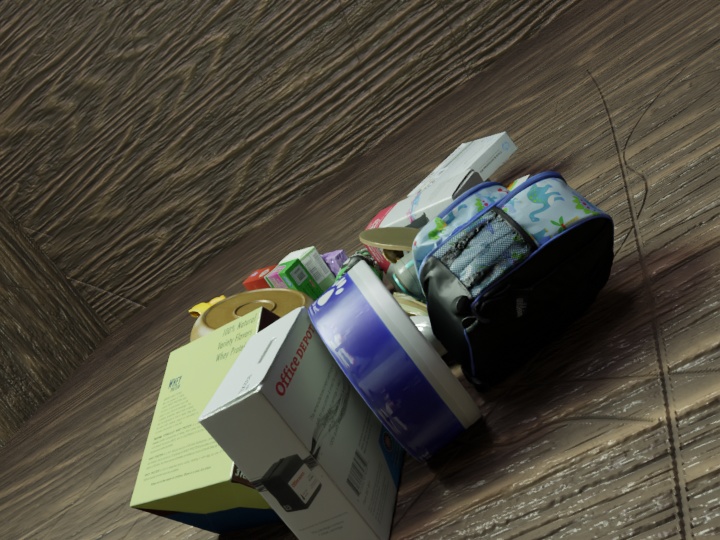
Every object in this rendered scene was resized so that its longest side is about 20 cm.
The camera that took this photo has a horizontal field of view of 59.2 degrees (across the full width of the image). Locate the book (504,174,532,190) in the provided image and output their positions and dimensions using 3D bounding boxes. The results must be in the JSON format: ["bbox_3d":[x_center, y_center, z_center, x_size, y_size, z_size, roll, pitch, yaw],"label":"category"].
[{"bbox_3d":[0.200,-0.081,1.085,0.134,0.048,0.199,-47,16,-29],"label":"book"}]

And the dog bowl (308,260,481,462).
[{"bbox_3d":[0.034,0.092,0.657,0.078,0.201,0.200,-38,15,0],"label":"dog bowl"}]

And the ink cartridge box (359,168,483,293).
[{"bbox_3d":[0.118,-0.043,0.961,0.198,0.149,0.086,-21,21,48],"label":"ink cartridge box"}]

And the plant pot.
[{"bbox_3d":[-0.155,0.067,0.935,0.196,0.028,0.201,-8,19,3],"label":"plant pot"}]

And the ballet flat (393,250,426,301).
[{"bbox_3d":[0.105,0.018,0.811,0.064,0.068,0.199,-43,-28,10],"label":"ballet flat"}]

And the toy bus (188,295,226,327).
[{"bbox_3d":[-0.173,0.111,1.088,0.191,0.202,0.135,-34,11,-20],"label":"toy bus"}]

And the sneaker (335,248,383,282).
[{"bbox_3d":[0.000,0.000,1.056,0.076,0.087,0.200,0,-10,4],"label":"sneaker"}]

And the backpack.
[{"bbox_3d":[0.158,-0.006,0.669,0.198,0.184,0.148,-34,54,-7],"label":"backpack"}]

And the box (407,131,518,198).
[{"bbox_3d":[0.175,-0.171,1.127,0.156,0.041,0.200,-44,11,-5],"label":"box"}]

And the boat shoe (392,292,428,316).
[{"bbox_3d":[0.073,0.060,0.913,0.063,0.074,0.200,-41,8,-14],"label":"boat shoe"}]

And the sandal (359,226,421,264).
[{"bbox_3d":[0.092,-0.015,0.877,0.208,0.071,0.077,3,23,30],"label":"sandal"}]

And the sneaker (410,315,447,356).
[{"bbox_3d":[0.042,0.126,0.819,0.199,0.075,0.089,-30,28,44],"label":"sneaker"}]

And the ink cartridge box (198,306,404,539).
[{"bbox_3d":[-0.048,0.162,0.635,0.083,0.201,0.146,-28,17,24],"label":"ink cartridge box"}]

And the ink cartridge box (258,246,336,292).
[{"bbox_3d":[-0.109,0.035,1.241,0.048,0.147,0.199,-41,16,-26],"label":"ink cartridge box"}]

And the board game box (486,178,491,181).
[{"bbox_3d":[0.138,-0.097,1.163,0.200,0.034,0.134,-47,12,-22],"label":"board game box"}]

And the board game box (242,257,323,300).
[{"bbox_3d":[-0.129,0.061,1.202,0.040,0.154,0.199,-44,16,-28],"label":"board game box"}]

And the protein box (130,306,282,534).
[{"bbox_3d":[-0.148,0.189,0.773,0.197,0.134,0.203,-25,45,35],"label":"protein box"}]

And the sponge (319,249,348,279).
[{"bbox_3d":[-0.059,0.021,1.236,0.030,0.112,0.199,-42,16,-25],"label":"sponge"}]
